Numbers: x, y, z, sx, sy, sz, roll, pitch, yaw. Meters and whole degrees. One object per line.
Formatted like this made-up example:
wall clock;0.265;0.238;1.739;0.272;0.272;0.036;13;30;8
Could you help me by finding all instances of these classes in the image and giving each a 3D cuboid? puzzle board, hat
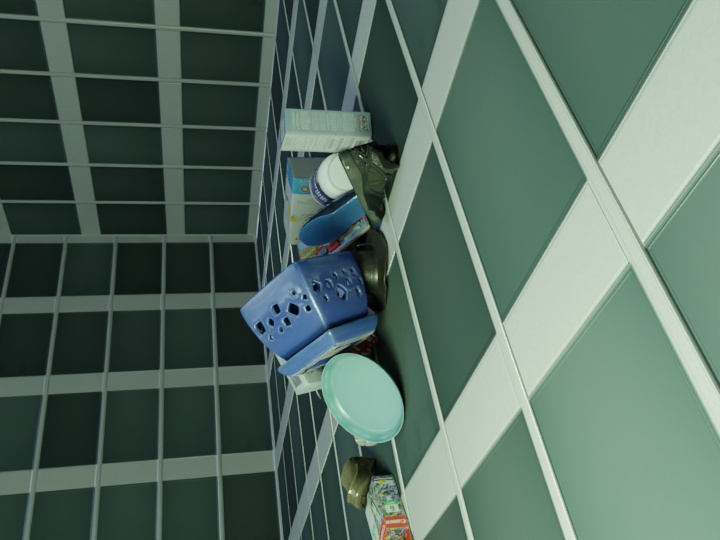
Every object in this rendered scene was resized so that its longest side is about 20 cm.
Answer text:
puzzle board;-0.071;-0.085;1.629;0.017;0.199;0.151;44;-165;-35
hat;0.000;0.000;1.494;0.200;0.080;0.203;180;90;-75

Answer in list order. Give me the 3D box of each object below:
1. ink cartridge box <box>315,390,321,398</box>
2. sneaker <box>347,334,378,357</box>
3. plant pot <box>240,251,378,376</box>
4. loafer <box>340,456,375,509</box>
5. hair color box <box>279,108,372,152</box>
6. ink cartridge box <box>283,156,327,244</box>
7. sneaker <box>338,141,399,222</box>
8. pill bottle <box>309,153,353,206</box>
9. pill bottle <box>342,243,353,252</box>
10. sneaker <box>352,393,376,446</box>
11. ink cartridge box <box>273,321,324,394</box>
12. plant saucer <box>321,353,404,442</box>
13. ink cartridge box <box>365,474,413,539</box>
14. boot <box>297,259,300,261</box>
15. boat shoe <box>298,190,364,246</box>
ink cartridge box;-0.121;0.215;1.712;0.201;0.067;0.115;62;173;13
sneaker;0.006;0.204;1.546;0.201;0.112;0.071;62;172;-21
plant pot;-0.093;0.094;1.387;0.199;0.199;0.181;-37;76;33
loafer;-0.011;0.457;1.471;0.200;0.067;0.077;2;-80;-84
hair color box;-0.081;-0.319;1.558;0.099;0.197;0.061;134;134;-70
ink cartridge box;-0.131;-0.192;1.878;0.147;0.145;0.202;-112;26;-55
sneaker;0.038;-0.182;1.376;0.200;0.113;0.077;64;-177;-46
pill bottle;-0.056;-0.221;1.642;0.200;0.110;0.113;168;101;-76
pill bottle;-0.071;0.010;1.720;0.113;0.111;0.201;-106;20;-45
sneaker;0.017;0.283;1.465;0.078;0.077;0.202;-93;11;-60
ink cartridge box;-0.109;0.183;1.512;0.057;0.199;0.163;-42;69;28
plant saucer;0.007;0.254;1.373;0.198;0.027;0.203;15;118;30
ink cartridge box;0.058;0.522;1.350;0.201;0.050;0.110;-111;25;-58
boot;-0.134;0.029;1.874;0.074;0.199;0.156;41;139;19
boat shoe;-0.052;-0.122;1.571;0.085;0.198;0.069;57;-164;-25
